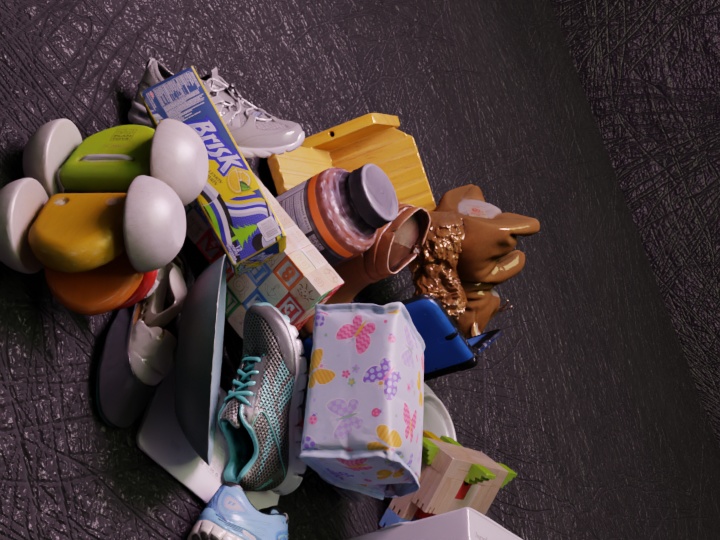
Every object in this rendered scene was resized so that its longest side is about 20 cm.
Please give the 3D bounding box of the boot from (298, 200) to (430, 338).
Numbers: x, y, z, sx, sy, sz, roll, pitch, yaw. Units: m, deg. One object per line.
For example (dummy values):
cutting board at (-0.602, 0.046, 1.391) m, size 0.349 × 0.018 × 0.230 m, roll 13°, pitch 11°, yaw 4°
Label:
boot at (0.000, 0.000, 1.217) m, size 0.073 × 0.154 × 0.203 m, roll 28°, pitch 81°, yaw -30°

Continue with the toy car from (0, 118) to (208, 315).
toy car at (-0.231, -0.045, 0.928) m, size 0.202 × 0.172 × 0.152 m, roll -80°, pitch 166°, yaw -46°

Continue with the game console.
game console at (0.054, 0.085, 1.259) m, size 0.171 × 0.198 × 0.119 m, roll 53°, pitch 32°, yaw -29°

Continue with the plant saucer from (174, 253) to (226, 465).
plant saucer at (-0.155, 0.084, 0.964) m, size 0.201 × 0.038 × 0.205 m, roll -175°, pitch -90°, yaw -84°

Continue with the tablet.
tablet at (-0.148, 0.183, 1.042) m, size 0.200 × 0.014 × 0.131 m, roll 49°, pitch 33°, yaw -31°

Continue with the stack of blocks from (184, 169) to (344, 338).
stack of blocks at (-0.127, -0.020, 1.111) m, size 0.201 × 0.115 × 0.058 m, roll 50°, pitch 28°, yaw 6°

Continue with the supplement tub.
supplement tub at (-0.053, -0.051, 1.172) m, size 0.107 × 0.198 × 0.108 m, roll 38°, pitch 39°, yaw -39°

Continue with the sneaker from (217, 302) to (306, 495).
sneaker at (-0.107, 0.135, 1.036) m, size 0.090 × 0.077 × 0.204 m, roll 1°, pitch 81°, yaw -48°

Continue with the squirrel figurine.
squirrel figurine at (0.130, 0.008, 1.345) m, size 0.198 × 0.141 × 0.190 m, roll -18°, pitch 126°, yaw -40°

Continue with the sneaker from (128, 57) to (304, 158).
sneaker at (-0.155, -0.177, 1.092) m, size 0.075 × 0.197 × 0.083 m, roll -81°, pitch -175°, yaw -72°

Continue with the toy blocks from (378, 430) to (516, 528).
toy blocks at (0.107, 0.298, 1.289) m, size 0.099 × 0.138 × 0.199 m, roll 31°, pitch 5°, yaw 39°

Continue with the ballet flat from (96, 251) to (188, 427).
ballet flat at (-0.206, 0.056, 0.975) m, size 0.073 × 0.072 × 0.202 m, roll 44°, pitch 37°, yaw -35°

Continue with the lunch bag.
lunch bag at (0.010, 0.148, 1.088) m, size 0.200 × 0.125 × 0.172 m, roll 53°, pitch 38°, yaw -62°

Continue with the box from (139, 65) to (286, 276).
box at (-0.149, -0.099, 1.020) m, size 0.202 × 0.064 × 0.070 m, roll 61°, pitch -9°, yaw 7°

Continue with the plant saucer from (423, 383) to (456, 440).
plant saucer at (0.086, 0.226, 1.375) m, size 0.200 × 0.050 × 0.203 m, roll 40°, pitch 38°, yaw -41°

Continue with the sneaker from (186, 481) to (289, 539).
sneaker at (-0.083, 0.284, 1.006) m, size 0.200 × 0.078 × 0.091 m, roll 49°, pitch 40°, yaw -31°

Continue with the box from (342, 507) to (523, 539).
box at (0.092, 0.376, 1.123) m, size 0.199 × 0.197 × 0.132 m, roll 37°, pitch 41°, yaw -42°

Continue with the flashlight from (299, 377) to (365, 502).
flashlight at (-0.053, 0.185, 1.158) m, size 0.200 × 0.068 × 0.068 m, roll 48°, pitch 71°, yaw -24°

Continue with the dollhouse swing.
dollhouse swing at (-0.004, -0.108, 1.347) m, size 0.176 × 0.179 × 0.203 m, roll 24°, pitch 47°, yaw -78°
